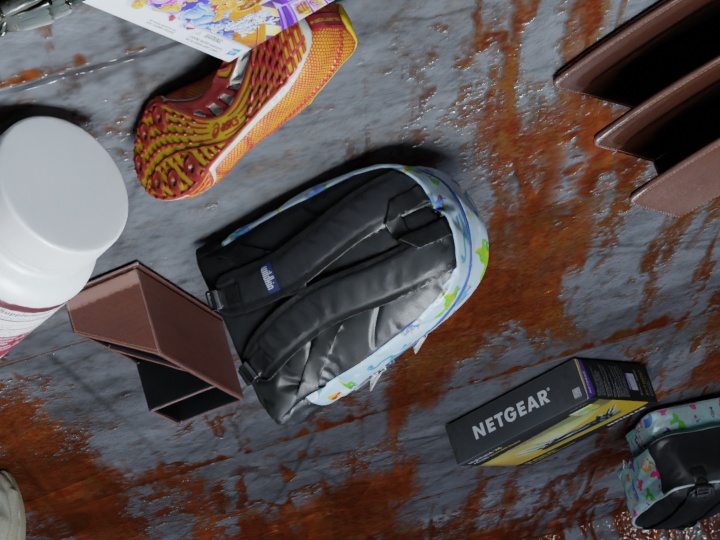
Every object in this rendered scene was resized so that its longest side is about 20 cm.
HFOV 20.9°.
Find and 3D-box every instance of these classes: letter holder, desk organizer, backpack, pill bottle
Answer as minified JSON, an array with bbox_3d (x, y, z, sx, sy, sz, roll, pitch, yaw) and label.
[{"bbox_3d":[0.257,-0.134,1.401,0.199,0.102,0.141,-31,155,33],"label":"letter holder"},{"bbox_3d":[-0.166,0.064,1.597,0.071,0.078,0.200,-21,161,11],"label":"desk organizer"},{"bbox_3d":[0.000,0.000,1.482,0.200,0.164,0.153,-39,161,33],"label":"backpack"},{"bbox_3d":[-0.242,-0.010,1.267,0.113,0.115,0.200,0,154,-42],"label":"pill bottle"},{"bbox_3d":[0.430,0.260,2.569,0.176,0.152,0.201,-9,152,-16],"label":"backpack"}]

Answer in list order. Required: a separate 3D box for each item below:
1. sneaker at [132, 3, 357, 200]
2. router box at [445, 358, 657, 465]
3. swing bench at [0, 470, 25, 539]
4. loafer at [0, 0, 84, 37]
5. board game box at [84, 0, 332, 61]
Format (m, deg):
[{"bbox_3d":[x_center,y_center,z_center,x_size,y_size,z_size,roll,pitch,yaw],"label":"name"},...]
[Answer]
[{"bbox_3d":[-0.074,-0.101,1.240,0.077,0.074,0.199,-12,166,-47],"label":"sneaker"},{"bbox_3d":[0.223,0.168,2.277,0.199,0.053,0.156,-31,157,33],"label":"router box"},{"bbox_3d":[-0.433,0.263,1.827,0.198,0.131,0.199,-22,160,10],"label":"swing bench"},{"bbox_3d":[-0.205,-0.131,0.951,0.198,0.064,0.072,-3,153,20],"label":"loafer"},{"bbox_3d":[-0.081,-0.183,1.040,0.134,0.045,0.199,-27,159,25],"label":"board game box"}]
